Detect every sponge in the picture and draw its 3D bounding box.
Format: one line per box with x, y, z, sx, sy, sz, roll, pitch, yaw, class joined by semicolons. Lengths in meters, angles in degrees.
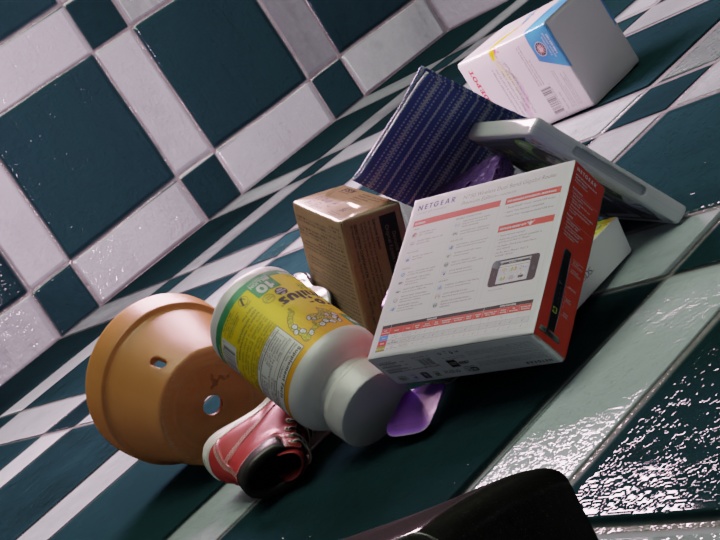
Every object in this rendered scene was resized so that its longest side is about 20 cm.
0.092;-0.035;1.604;0.111;0.030;0.201;-30;23;35;sponge

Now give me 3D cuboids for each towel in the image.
0.094;-0.130;1.702;0.145;0.199;0.024;-57;46;13;towel

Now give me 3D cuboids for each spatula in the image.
0.086;0.100;1.510;0.056;0.021;0.200;-16;16;39;spatula

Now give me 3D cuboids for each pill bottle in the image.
-0.049;0.087;1.541;0.113;0.113;0.200;-38;47;-20;pill bottle

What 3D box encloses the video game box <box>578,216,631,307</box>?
0.147;0.026;1.532;0.181;0.047;0.200;-21;12;41;video game box

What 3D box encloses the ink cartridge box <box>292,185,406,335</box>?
0.000;0.000;1.750;0.075;0.166;0.200;-19;14;-15;ink cartridge box

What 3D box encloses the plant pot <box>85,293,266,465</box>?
-0.198;0.138;1.796;0.200;0.201;0.140;-38;28;-19;plant pot

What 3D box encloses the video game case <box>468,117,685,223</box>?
0.217;-0.102;1.611;0.023;0.181;0.200;-61;14;-3;video game case

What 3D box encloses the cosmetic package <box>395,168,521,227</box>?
0.105;-0.056;1.873;0.199;0.091;0.107;-33;-25;15;cosmetic package

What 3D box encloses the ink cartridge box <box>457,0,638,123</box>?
0.284;-0.315;2.389;0.199;0.147;0.146;-20;18;50;ink cartridge box

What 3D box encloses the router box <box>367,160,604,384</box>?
0.113;0.004;1.422;0.199;0.049;0.181;-12;51;44;router box

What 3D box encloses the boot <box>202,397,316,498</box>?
-0.054;0.156;1.593;0.200;0.073;0.144;-38;19;-18;boot

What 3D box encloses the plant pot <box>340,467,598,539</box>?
0.044;0.206;0.777;0.199;0.201;0.177;-27;2;35;plant pot

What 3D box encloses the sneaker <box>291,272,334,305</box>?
-0.110;0.040;1.805;0.114;0.076;0.200;1;2;-18;sneaker
